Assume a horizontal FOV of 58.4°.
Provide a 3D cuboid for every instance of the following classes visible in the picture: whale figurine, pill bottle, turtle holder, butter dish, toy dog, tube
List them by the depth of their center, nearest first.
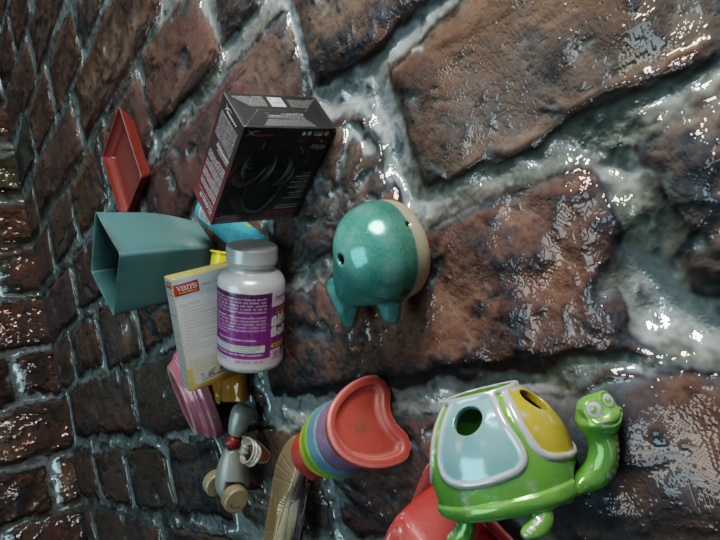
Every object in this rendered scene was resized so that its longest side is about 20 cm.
[{"bbox_3d":[0.148,0.178,0.627,0.185,0.140,0.133,-28,74,53],"label":"turtle holder"},{"bbox_3d":[0.082,0.365,0.746,0.200,0.147,0.201,41,127,41],"label":"butter dish"},{"bbox_3d":[0.000,0.000,0.813,0.200,0.103,0.160,-47,61,46],"label":"whale figurine"},{"bbox_3d":[-0.178,0.055,1.053,0.112,0.112,0.201,23,116,48],"label":"pill bottle"},{"bbox_3d":[-0.225,-0.070,1.145,0.200,0.050,0.078,36,139,38],"label":"tube"},{"bbox_3d":[-0.217,0.353,1.205,0.132,0.096,0.201,48,117,39],"label":"toy dog"}]

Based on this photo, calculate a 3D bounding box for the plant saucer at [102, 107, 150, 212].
[{"bbox_3d":[-0.564,-0.254,1.557,0.200,0.037,0.201,-43,64,47],"label":"plant saucer"}]

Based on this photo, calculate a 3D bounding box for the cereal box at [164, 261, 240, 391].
[{"bbox_3d":[-0.250,0.091,1.112,0.039,0.143,0.202,14,114,52],"label":"cereal box"}]

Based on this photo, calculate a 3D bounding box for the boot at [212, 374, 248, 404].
[{"bbox_3d":[-0.286,0.180,1.251,0.200,0.070,0.145,5,98,47],"label":"boot"}]

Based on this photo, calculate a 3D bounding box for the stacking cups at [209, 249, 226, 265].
[{"bbox_3d":[-0.257,0.065,1.158,0.060,0.060,0.202,6,86,52],"label":"stacking cups"}]

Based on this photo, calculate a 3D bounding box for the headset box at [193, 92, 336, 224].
[{"bbox_3d":[-0.145,-0.152,0.936,0.077,0.148,0.200,57,136,29],"label":"headset box"}]

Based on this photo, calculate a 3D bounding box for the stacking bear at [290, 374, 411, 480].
[{"bbox_3d":[-0.036,0.244,0.916,0.200,0.113,0.122,-45,62,52],"label":"stacking bear"}]

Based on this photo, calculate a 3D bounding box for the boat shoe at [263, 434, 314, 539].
[{"bbox_3d":[-0.110,0.374,1.069,0.072,0.064,0.201,9,85,60],"label":"boat shoe"}]

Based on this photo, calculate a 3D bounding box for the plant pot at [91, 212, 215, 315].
[{"bbox_3d":[-0.396,-0.025,1.248,0.141,0.199,0.142,46,131,36],"label":"plant pot"}]

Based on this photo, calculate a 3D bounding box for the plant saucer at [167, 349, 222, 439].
[{"bbox_3d":[-0.342,0.255,1.313,0.201,0.051,0.201,47,150,38],"label":"plant saucer"}]
